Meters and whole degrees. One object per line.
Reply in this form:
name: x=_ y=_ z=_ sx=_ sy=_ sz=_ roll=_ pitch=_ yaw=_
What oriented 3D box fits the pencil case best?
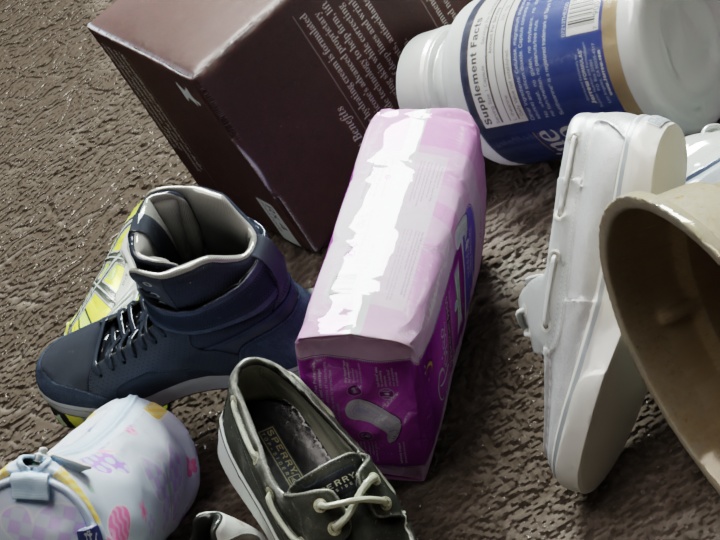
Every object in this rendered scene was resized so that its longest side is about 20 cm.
pencil case: x=-0.154 y=0.130 z=1.182 sx=0.083 sy=0.091 sz=0.200 roll=-13 pitch=4 yaw=13

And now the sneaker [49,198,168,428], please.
sneaker: x=-0.160 y=0.022 z=1.406 sx=0.076 sy=0.075 sz=0.200 roll=-16 pitch=37 yaw=25

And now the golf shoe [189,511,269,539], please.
golf shoe: x=-0.120 y=0.212 z=1.123 sx=0.078 sy=0.095 sz=0.200 roll=22 pitch=64 yaw=45

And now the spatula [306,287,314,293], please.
spatula: x=0.000 y=0.000 z=1.344 sx=0.200 sy=0.021 sz=0.057 roll=-38 pitch=34 yaw=-5

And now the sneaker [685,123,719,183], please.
sneaker: x=0.208 y=-0.055 z=1.149 sx=0.200 sy=0.073 sz=0.071 roll=-25 pitch=43 yaw=16

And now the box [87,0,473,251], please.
box: x=-0.040 y=-0.154 z=1.436 sx=0.200 sy=0.166 sz=0.164 roll=-43 pitch=36 yaw=-13

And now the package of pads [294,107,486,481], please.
package of pads: x=0.022 y=0.010 z=1.219 sx=0.075 sy=0.121 sz=0.200 roll=5 pitch=45 yaw=13

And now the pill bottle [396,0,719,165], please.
pill bottle: x=0.122 y=-0.125 z=1.308 sx=0.200 sy=0.111 sz=0.111 roll=-8 pitch=42 yaw=42

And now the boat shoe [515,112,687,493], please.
boat shoe: x=0.118 y=0.014 z=1.109 sx=0.068 sy=0.072 sz=0.201 roll=13 pitch=99 yaw=29

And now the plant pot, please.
plant pot: x=0.244 y=0.010 z=1.000 sx=0.183 sy=0.201 sz=0.200 roll=-30 pitch=33 yaw=-12

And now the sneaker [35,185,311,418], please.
sneaker: x=-0.129 y=0.019 z=1.246 sx=0.202 sy=0.146 sz=0.077 roll=-12 pitch=52 yaw=21

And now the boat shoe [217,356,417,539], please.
boat shoe: x=-0.016 y=0.128 z=1.106 sx=0.071 sy=0.064 sz=0.200 roll=-25 pitch=55 yaw=-25
